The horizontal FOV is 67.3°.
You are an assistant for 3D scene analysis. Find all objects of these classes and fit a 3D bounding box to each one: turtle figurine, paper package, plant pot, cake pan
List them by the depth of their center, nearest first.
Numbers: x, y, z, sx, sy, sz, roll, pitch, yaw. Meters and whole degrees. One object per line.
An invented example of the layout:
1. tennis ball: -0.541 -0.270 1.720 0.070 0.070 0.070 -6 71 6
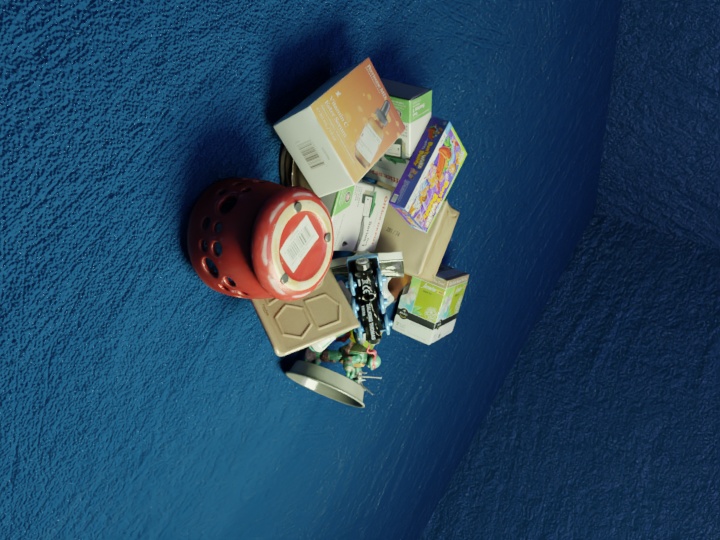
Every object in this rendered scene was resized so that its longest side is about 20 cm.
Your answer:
1. plant pot: -0.153 -0.047 0.893 0.199 0.180 0.205 -18 113 -50
2. cake pan: -0.076 0.257 1.231 0.037 0.197 0.201 -67 150 -19
3. turtle figurine: -0.026 0.218 1.266 0.150 0.196 0.102 59 44 -59
4. paper package: 0.105 -0.096 1.284 0.103 0.197 0.194 17 94 -60

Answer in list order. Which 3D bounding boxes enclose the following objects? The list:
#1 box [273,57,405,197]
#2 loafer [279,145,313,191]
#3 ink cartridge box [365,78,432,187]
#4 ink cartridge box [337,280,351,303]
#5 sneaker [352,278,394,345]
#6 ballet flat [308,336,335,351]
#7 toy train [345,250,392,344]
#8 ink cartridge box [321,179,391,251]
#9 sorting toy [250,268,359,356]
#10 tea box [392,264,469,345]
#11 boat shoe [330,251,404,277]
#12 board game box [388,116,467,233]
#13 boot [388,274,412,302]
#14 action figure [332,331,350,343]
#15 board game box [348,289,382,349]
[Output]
1. box: -0.032 -0.259 0.979 0.153 0.105 0.201 56 50 -23
2. loafer: -0.108 -0.162 1.028 0.073 0.070 0.204 -22 126 -50
3. ink cartridge box: 0.071 -0.289 1.157 0.084 0.144 0.203 -37 137 -37
4. ink cartridge box: -0.087 0.100 1.187 0.059 0.105 0.199 -43 166 35
5. sneaker: 0.036 0.084 1.293 0.085 0.075 0.204 11 98 -20
6. ballet flat: -0.084 0.069 1.108 0.068 0.203 0.070 -9 145 -6
7. toy train: 0.015 0.053 1.127 0.115 0.085 0.204 -97 178 -62
8. ink cartridge box: -0.031 -0.122 1.149 0.199 0.083 0.149 -2 112 -56
9. sorting toy: -0.118 0.058 1.037 0.197 0.187 0.037 -15 155 -37
10. tea box: 0.213 0.090 1.622 0.199 0.132 0.201 -12 119 -61
11. boat shoe: 0.000 0.000 1.197 0.071 0.195 0.065 58 26 -87
12. board game box: 0.147 -0.199 1.149 0.203 0.044 0.134 -63 148 -4
13. boot: 0.102 -0.026 1.409 0.187 0.068 0.204 -12 119 -54
14. action figure: -0.098 0.138 1.245 0.199 0.065 0.052 6 122 -57
15. board game box: 0.002 0.128 1.411 0.102 0.047 0.201 -56 148 -18
